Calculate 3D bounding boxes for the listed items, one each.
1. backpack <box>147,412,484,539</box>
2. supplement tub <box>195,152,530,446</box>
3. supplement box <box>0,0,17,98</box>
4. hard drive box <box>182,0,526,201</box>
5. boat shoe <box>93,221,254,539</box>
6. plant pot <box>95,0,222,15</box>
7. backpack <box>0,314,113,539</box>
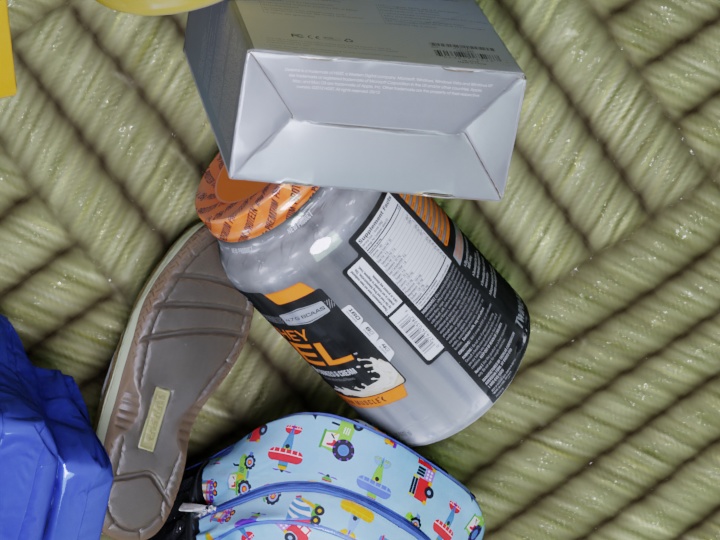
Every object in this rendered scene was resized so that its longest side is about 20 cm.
[{"bbox_3d":[-0.030,0.181,1.718,0.182,0.135,0.200,35,136,-23],"label":"backpack"},{"bbox_3d":[0.000,0.000,1.682,0.122,0.123,0.200,-39,117,8],"label":"supplement tub"},{"bbox_3d":[-0.310,-0.163,1.488,0.199,0.197,0.134,-14,117,-22],"label":"supplement box"},{"bbox_3d":[-0.008,-0.116,1.589,0.155,0.200,0.077,5,113,-13],"label":"hard drive box"},{"bbox_3d":[-0.127,0.062,1.719,0.071,0.076,0.201,27,83,-24],"label":"boat shoe"},{"bbox_3d":[-0.115,-0.249,1.523,0.200,0.201,0.190,-17,130,-3],"label":"plant pot"},{"bbox_3d":[-0.242,0.112,1.649,0.167,0.200,0.163,12,109,-26],"label":"backpack"}]
